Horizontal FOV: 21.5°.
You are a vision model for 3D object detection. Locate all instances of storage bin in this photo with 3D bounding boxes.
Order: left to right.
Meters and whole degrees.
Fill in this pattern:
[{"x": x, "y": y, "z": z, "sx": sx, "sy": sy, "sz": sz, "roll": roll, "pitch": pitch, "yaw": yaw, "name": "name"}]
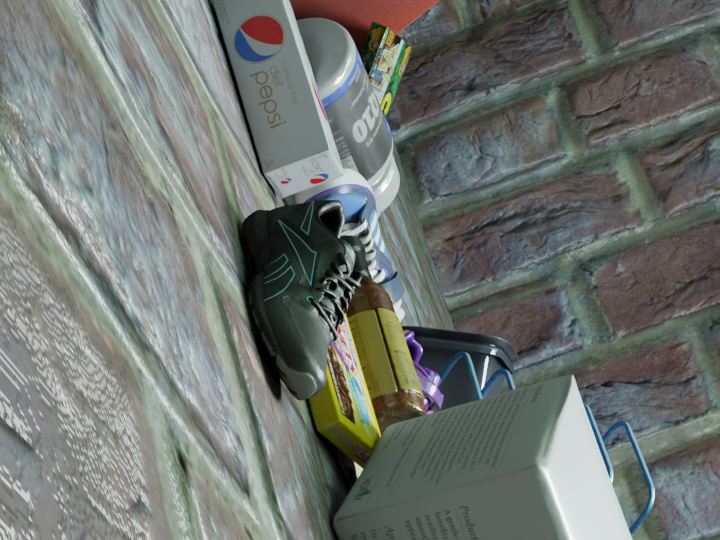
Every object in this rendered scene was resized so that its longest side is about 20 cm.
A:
[{"x": 0.098, "y": 0.147, "z": 2.180, "sx": 0.200, "sy": 0.144, "sz": 0.136, "roll": 51, "pitch": 46, "yaw": -76, "name": "storage bin"}]

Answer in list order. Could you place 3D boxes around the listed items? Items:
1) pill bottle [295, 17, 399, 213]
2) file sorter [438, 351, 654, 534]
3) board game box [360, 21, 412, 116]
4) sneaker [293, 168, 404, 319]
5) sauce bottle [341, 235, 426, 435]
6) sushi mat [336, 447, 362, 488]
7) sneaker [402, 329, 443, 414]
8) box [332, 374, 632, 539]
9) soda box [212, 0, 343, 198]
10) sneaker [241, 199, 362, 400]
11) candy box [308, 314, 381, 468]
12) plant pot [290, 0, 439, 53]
[{"x": -0.032, "y": -0.146, "z": 1.903, "sx": 0.201, "sy": 0.113, "sz": 0.114, "roll": 64, "pitch": 7, "yaw": -48, "name": "pill bottle"}, {"x": 0.149, "y": 0.180, "z": 1.736, "sx": 0.199, "sy": 0.123, "sz": 0.139, "roll": 23, "pitch": 26, "yaw": -22, "name": "file sorter"}, {"x": 0.000, "y": -0.163, "z": 2.058, "sx": 0.105, "sy": 0.023, "sz": 0.202, "roll": 16, "pitch": 94, "yaw": -74, "name": "board game box"}, {"x": 0.000, "y": 0.000, "z": 1.857, "sx": 0.200, "sy": 0.080, "sz": 0.147, "roll": 73, "pitch": -4, "yaw": -67, "name": "sneaker"}, {"x": 0.007, "y": 0.057, "z": 1.665, "sx": 0.066, "sy": 0.066, "sz": 0.201, "roll": 64, "pitch": 9, "yaw": -52, "name": "sauce bottle"}, {"x": -0.019, "y": 0.110, "z": 1.613, "sx": 0.096, "sy": 0.012, "sz": 0.201, "roll": 65, "pitch": 7, "yaw": -52, "name": "sushi mat"}, {"x": 0.035, "y": 0.128, "z": 1.698, "sx": 0.081, "sy": 0.088, "sz": 0.201, "roll": 63, "pitch": 9, "yaw": -48, "name": "sneaker"}, {"x": 0.107, "y": 0.219, "z": 1.454, "sx": 0.200, "sy": 0.170, "sz": 0.200, "roll": -52, "pitch": 123, "yaw": -67, "name": "box"}, {"x": -0.078, "y": -0.175, "z": 1.769, "sx": 0.064, "sy": 0.068, "sz": 0.201, "roll": 58, "pitch": 13, "yaw": -66, "name": "soda box"}, {"x": -0.040, "y": 0.012, "z": 1.401, "sx": 0.201, "sy": 0.079, "sz": 0.076, "roll": -102, "pitch": 171, "yaw": -49, "name": "sneaker"}, {"x": -0.029, "y": 0.060, "z": 1.554, "sx": 0.102, "sy": 0.026, "sz": 0.201, "roll": 49, "pitch": 20, "yaw": -56, "name": "candy box"}, {"x": -0.047, "y": -0.358, "z": 2.109, "sx": 0.176, "sy": 0.199, "sz": 0.200, "roll": 45, "pitch": 13, "yaw": -41, "name": "plant pot"}]
